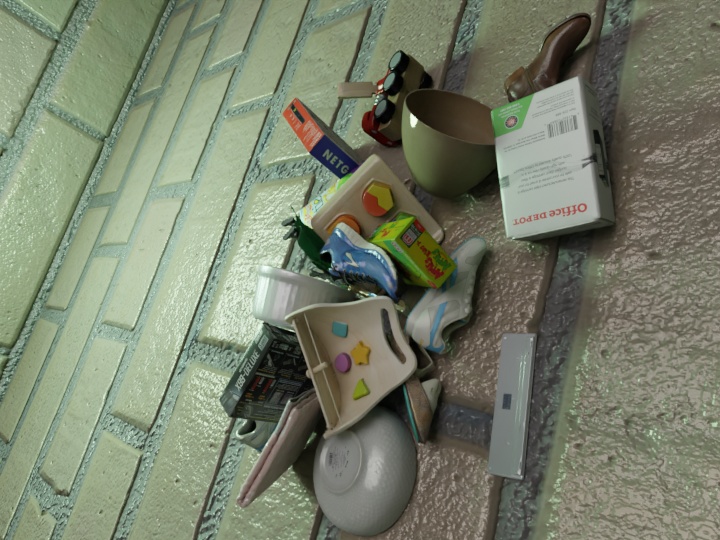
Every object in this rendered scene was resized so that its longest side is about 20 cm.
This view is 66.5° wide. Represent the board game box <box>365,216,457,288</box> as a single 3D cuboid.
[{"bbox_3d":[0.075,-0.028,0.903,0.048,0.102,0.200,-45,10,-8],"label":"board game box"}]

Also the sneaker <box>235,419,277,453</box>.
[{"bbox_3d":[-0.177,0.262,1.085,0.074,0.086,0.204,26,85,49],"label":"sneaker"}]

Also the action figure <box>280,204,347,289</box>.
[{"bbox_3d":[-0.077,-0.023,1.060,0.054,0.200,0.120,-30,39,16],"label":"action figure"}]

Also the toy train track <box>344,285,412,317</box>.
[{"bbox_3d":[0.030,0.038,0.978,0.033,0.114,0.198,-57,36,-7],"label":"toy train track"}]

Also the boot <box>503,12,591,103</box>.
[{"bbox_3d":[0.335,-0.298,0.907,0.186,0.063,0.205,-44,39,36],"label":"boot"}]

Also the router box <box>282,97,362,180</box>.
[{"bbox_3d":[-0.060,-0.256,1.169,0.049,0.198,0.181,-44,44,12],"label":"router box"}]

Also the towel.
[{"bbox_3d":[-0.120,0.285,0.937,0.032,0.199,0.195,31,99,14],"label":"towel"}]

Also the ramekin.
[{"bbox_3d":[-0.113,0.065,1.053,0.197,0.198,0.101,10,81,46],"label":"ramekin"}]

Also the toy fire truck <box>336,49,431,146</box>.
[{"bbox_3d":[0.036,-0.370,1.211,0.197,0.126,0.182,-5,65,55],"label":"toy fire truck"}]

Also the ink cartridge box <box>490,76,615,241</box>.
[{"bbox_3d":[0.285,-0.156,0.821,0.143,0.083,0.208,-10,81,40],"label":"ink cartridge box"}]

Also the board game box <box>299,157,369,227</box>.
[{"bbox_3d":[-0.020,-0.113,1.123,0.197,0.104,0.106,-32,49,28],"label":"board game box"}]

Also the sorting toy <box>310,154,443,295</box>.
[{"bbox_3d":[0.028,-0.076,1.013,0.184,0.201,0.037,-42,5,18],"label":"sorting toy"}]

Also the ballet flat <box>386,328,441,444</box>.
[{"bbox_3d":[0.092,0.175,0.890,0.065,0.069,0.204,-18,53,1],"label":"ballet flat"}]

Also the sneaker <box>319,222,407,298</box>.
[{"bbox_3d":[0.000,0.000,0.930,0.089,0.079,0.199,-46,46,-10],"label":"sneaker"}]

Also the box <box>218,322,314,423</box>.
[{"bbox_3d":[-0.132,0.194,0.985,0.050,0.198,0.160,38,100,42],"label":"box"}]

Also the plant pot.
[{"bbox_3d":[0.155,-0.210,0.969,0.203,0.194,0.137,-119,34,-43],"label":"plant pot"}]

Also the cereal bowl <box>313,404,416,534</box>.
[{"bbox_3d":[-0.008,0.316,0.893,0.196,0.083,0.206,-22,55,34],"label":"cereal bowl"}]

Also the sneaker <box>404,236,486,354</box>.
[{"bbox_3d":[0.156,0.040,0.901,0.080,0.076,0.203,32,86,22],"label":"sneaker"}]

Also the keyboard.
[{"bbox_3d":[0.220,0.190,0.795,0.055,0.011,0.206,-10,62,47],"label":"keyboard"}]

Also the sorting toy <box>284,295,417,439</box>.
[{"bbox_3d":[-0.003,0.135,0.891,0.177,0.106,0.206,-27,75,22],"label":"sorting toy"}]
